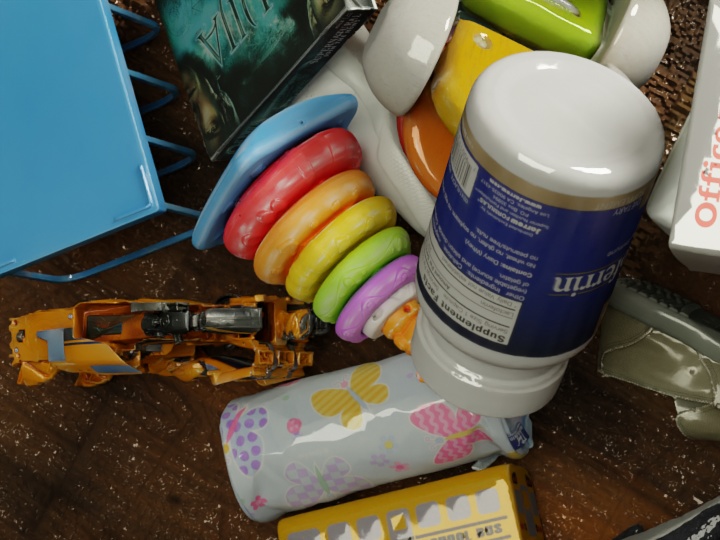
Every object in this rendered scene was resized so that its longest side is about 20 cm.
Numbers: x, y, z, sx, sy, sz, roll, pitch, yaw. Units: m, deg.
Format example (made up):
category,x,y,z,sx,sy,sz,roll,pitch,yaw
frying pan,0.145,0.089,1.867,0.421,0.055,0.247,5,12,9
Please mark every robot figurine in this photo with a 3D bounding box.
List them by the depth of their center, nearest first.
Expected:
category,x,y,z,sx,sy,sz,roll,pitch,yaw
robot figurine,-0.119,0.046,1.676,0.199,0.145,0.059,-2,87,27

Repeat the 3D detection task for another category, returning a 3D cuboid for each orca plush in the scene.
category,x,y,z,sx,sy,sz,roll,pitch,yaw
orca plush,0.181,0.197,1.585,0.199,0.105,0.071,-31,92,15

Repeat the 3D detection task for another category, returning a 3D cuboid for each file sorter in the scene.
category,x,y,z,sx,sy,sz,roll,pitch,yaw
file sorter,-0.195,-0.105,1.718,0.138,0.123,0.201,-20,79,18

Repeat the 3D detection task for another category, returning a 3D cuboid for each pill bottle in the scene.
category,x,y,z,sx,sy,sz,roll,pitch,yaw
pill bottle,0.095,-0.017,1.489,0.115,0.116,0.201,33,134,18

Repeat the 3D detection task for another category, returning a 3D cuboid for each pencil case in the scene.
category,x,y,z,sx,sy,sz,roll,pitch,yaw
pencil case,0.010,0.101,1.654,0.199,0.091,0.084,-15,52,14

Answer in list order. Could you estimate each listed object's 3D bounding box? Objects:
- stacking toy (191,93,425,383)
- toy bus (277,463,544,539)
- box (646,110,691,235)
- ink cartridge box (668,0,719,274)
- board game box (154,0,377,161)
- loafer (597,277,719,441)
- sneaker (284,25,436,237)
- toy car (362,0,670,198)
category,x,y,z,sx,sy,sz,roll,pitch,yaw
stacking toy,0.000,0.000,1.608,0.200,0.116,0.110,47,140,13
toy bus,0.015,0.185,1.652,0.199,0.065,0.079,-15,79,16
box,0.296,-0.071,1.520,0.171,0.199,0.201,25,90,19
ink cartridge box,0.273,-0.061,1.376,0.199,0.084,0.147,8,85,17
board game box,-0.066,-0.176,1.668,0.200,0.028,0.136,-44,60,50
loafer,0.231,0.076,1.599,0.199,0.075,0.070,30,105,23
sneaker,-0.005,-0.089,1.695,0.088,0.075,0.201,-42,71,26
toy car,0.086,-0.123,1.613,0.174,0.150,0.201,25,51,-7
